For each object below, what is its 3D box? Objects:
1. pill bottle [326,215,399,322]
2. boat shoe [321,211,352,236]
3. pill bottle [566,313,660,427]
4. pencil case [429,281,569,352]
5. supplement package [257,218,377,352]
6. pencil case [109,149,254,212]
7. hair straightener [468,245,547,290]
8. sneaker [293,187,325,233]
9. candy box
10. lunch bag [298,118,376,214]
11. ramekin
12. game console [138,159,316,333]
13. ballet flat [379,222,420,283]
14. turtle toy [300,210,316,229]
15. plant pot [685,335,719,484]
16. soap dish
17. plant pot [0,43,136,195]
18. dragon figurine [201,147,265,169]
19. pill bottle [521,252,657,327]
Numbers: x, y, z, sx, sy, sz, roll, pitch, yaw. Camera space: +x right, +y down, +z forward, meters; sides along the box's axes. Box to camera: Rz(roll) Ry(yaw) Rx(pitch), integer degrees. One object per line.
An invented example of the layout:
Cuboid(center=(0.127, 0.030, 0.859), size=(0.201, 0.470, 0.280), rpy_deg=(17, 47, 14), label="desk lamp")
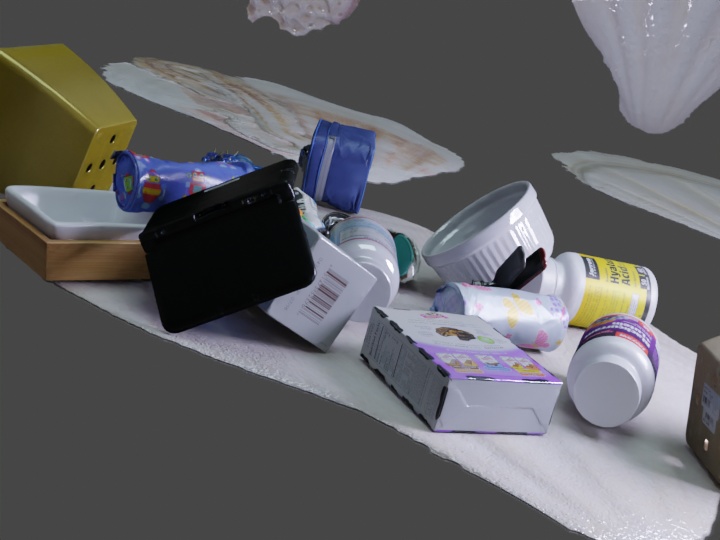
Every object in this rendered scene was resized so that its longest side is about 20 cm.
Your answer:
Cuboid(center=(0.000, 0.000, 1.733), size=(0.107, 0.110, 0.200), rpy_deg=(14, 17, -5), label="pill bottle")
Cuboid(center=(-0.023, -0.060, 1.949), size=(0.072, 0.063, 0.200), rpy_deg=(-25, 28, -5), label="boat shoe")
Cuboid(center=(0.324, 0.130, 1.600), size=(0.110, 0.113, 0.200), rpy_deg=(19, 16, 12), label="pill bottle")
Cuboid(center=(0.193, 0.068, 1.742), size=(0.197, 0.084, 0.091), rpy_deg=(6, -25, -29), label="pencil case")
Cuboid(center=(-0.093, -0.007, 1.592), size=(0.117, 0.118, 0.200), rpy_deg=(35, 1, -38), label="supplement package")
Cuboid(center=(-0.234, -0.112, 1.647), size=(0.198, 0.079, 0.086), rpy_deg=(2, 2, -38), label="pencil case")
Cuboid(center=(0.183, 0.016, 1.784), size=(0.076, 0.042, 0.200), rpy_deg=(5, -23, -26), label="hair straightener")
Cuboid(center=(-0.098, -0.084, 1.960), size=(0.071, 0.073, 0.200), rpy_deg=(-26, 15, -1), label="sneaker")
Cuboid(center=(0.118, 0.119, 1.516), size=(0.166, 0.073, 0.200), rpy_deg=(6, 19, -30), label="candy box")
Cuboid(center=(-0.049, -0.199, 2.293), size=(0.130, 0.138, 0.200), rpy_deg=(15, 16, -4), label="lunch bag")
Cuboid(center=(0.201, -0.037, 1.905), size=(0.106, 0.199, 0.200), rpy_deg=(55, 11, -11), label="ramekin")
Cuboid(center=(-0.156, -0.034, 1.521), size=(0.197, 0.118, 0.176), rpy_deg=(-19, 18, 8), label="game console")
Cuboid(center=(0.056, -0.027, 1.962), size=(0.071, 0.073, 0.200), rpy_deg=(7, 18, -27), label="ballet flat")
Cuboid(center=(-0.142, -0.052, 1.782), size=(0.197, 0.103, 0.146), rpy_deg=(8, 17, -24), label="turtle toy")
Cuboid(center=(0.505, 0.175, 1.516), size=(0.174, 0.203, 0.200), rpy_deg=(1, 18, -6), label="plant pot")
Cuboid(center=(-0.353, -0.046, 1.600), size=(0.198, 0.082, 0.157), rpy_deg=(-1, 23, -44), label="soap dish")
Cuboid(center=(-0.452, -0.200, 1.848), size=(0.175, 0.202, 0.200), rpy_deg=(30, 18, 9), label="plant pot")
Cuboid(center=(-0.189, -0.156, 2.086), size=(0.058, 0.101, 0.199), rpy_deg=(26, 19, 33), label="dragon figurine")
Cuboid(center=(0.354, 0.033, 1.954), size=(0.197, 0.113, 0.111), rpy_deg=(10, 17, -17), label="pill bottle")
